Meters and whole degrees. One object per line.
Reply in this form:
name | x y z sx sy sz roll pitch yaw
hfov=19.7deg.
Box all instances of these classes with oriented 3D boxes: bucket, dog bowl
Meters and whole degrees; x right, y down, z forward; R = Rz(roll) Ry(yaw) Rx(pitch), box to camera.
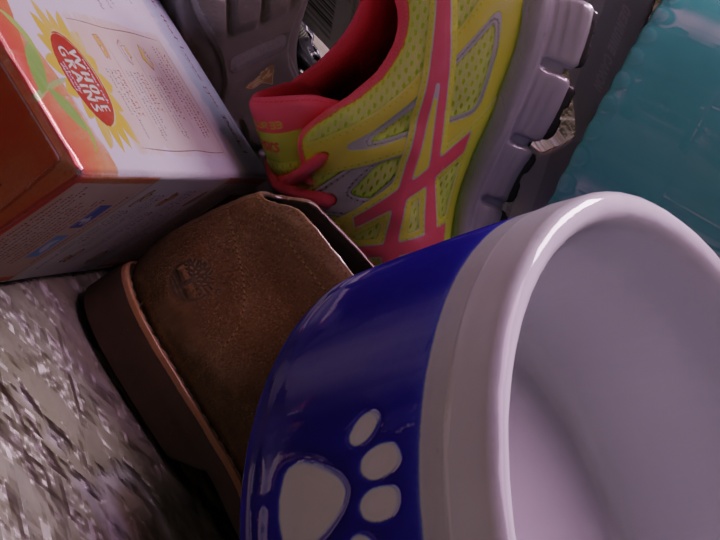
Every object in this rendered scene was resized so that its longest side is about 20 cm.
bucket | 0.137 -0.005 0.709 0.135 0.208 0.207 29 6 8
dog bowl | 0.058 0.085 0.554 0.200 0.079 0.201 31 50 -46

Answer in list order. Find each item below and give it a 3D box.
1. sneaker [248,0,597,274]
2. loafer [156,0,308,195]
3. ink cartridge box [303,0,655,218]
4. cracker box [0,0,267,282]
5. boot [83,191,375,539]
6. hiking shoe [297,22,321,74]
sneaker | -0.001 -0.024 0.656 0.090 0.201 0.078 15 6 -25
loafer | -0.053 -0.097 0.717 0.070 0.070 0.200 40 -39 34
ink cartridge box | 0.046 -0.113 0.793 0.174 0.044 0.200 47 -24 18
cracker box | -0.103 -0.068 0.583 0.134 0.058 0.200 58 10 4
boot | 0.005 0.068 0.604 0.200 0.075 0.074 56 8 -1
hiking shoe | -0.056 -0.103 0.934 0.101 0.076 0.200 65 19 3
